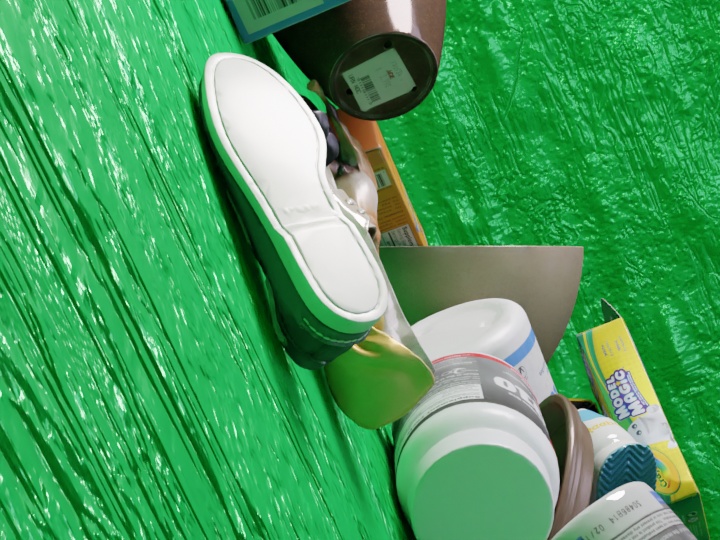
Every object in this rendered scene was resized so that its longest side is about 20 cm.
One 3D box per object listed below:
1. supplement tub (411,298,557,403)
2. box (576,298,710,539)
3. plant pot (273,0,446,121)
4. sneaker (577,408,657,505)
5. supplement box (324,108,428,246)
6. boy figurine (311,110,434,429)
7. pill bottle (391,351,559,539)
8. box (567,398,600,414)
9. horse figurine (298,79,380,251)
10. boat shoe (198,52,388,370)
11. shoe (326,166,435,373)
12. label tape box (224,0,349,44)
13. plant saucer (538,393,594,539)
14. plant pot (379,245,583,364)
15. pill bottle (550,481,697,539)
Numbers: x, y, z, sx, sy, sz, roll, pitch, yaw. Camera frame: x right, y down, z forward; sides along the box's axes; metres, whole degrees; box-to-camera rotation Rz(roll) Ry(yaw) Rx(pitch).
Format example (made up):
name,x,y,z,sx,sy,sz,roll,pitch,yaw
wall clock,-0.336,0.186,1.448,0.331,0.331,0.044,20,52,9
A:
name,x,y,z,sx,sy,sz,roll,pitch,yaw
supplement tub,0.109,0.137,1.555,0.132,0.131,0.201,-98,165,-72
box,0.232,0.131,1.559,0.117,0.048,0.201,65,7,-56
plant pot,-0.001,-0.226,1.599,0.187,0.186,0.201,64,8,-46
sneaker,0.182,0.207,1.487,0.081,0.076,0.201,44,-49,51
supplement box,0.011,-0.068,1.759,0.200,0.068,0.067,66,6,-52
boy figurine,-0.015,0.000,1.151,0.124,0.064,0.201,66,1,-64
pill bottle,0.081,0.136,1.316,0.200,0.113,0.114,-93,161,-77
box,0.158,0.195,1.701,0.200,0.049,0.160,-4,-65,53
horse figurine,-0.018,-0.069,1.530,0.133,0.050,0.201,55,15,-47
boat shoe,-0.050,-0.035,1.037,0.062,0.073,0.201,-55,-129,41
shoe,0.000,0.000,1.375,0.070,0.053,0.201,55,14,-72
label tape box,-0.050,-0.280,1.506,0.200,0.144,0.063,-105,172,-53
plant saucer,0.129,0.192,1.399,0.200,0.029,0.201,-161,-90,-81
plant pot,0.102,0.045,1.684,0.200,0.199,0.135,-1,90,-85
pill bottle,0.210,0.249,1.228,0.200,0.114,0.114,49,-4,24
